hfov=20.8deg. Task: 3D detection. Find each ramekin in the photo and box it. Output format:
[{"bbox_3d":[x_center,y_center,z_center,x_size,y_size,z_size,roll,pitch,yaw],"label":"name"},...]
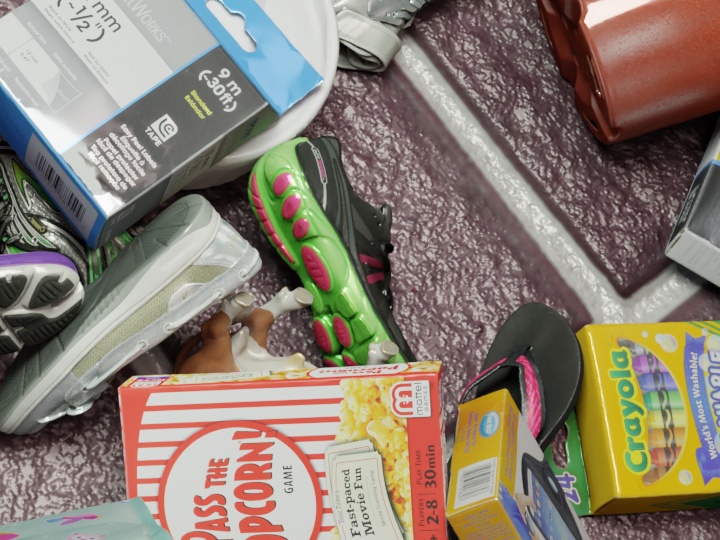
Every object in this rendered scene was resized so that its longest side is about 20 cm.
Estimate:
[{"bbox_3d":[-0.120,-0.148,1.345,0.200,0.094,0.204,5,69,-13],"label":"ramekin"}]

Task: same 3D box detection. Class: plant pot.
[{"bbox_3d":[0.239,-0.196,1.421,0.194,0.201,0.202,-22,76,-3],"label":"plant pot"}]

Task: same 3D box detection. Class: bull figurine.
[{"bbox_3d":[-0.028,0.090,1.277,0.199,0.122,0.065,27,31,1],"label":"bull figurine"}]

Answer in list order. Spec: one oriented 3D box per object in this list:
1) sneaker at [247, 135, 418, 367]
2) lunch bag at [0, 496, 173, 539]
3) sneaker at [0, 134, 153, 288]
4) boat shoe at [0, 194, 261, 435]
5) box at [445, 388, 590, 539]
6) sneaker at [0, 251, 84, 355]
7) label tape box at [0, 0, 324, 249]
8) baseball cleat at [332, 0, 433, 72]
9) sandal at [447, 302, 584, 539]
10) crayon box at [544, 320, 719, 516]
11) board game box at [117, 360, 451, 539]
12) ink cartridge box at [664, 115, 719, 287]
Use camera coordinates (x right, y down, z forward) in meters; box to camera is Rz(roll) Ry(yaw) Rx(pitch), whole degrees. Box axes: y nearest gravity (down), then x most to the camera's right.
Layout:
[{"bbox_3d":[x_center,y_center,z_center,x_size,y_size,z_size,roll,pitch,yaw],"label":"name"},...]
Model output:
[{"bbox_3d":[0.000,0.000,1.308,0.084,0.076,0.201,-36,112,-33],"label":"sneaker"},{"bbox_3d":[-0.185,0.252,1.140,0.169,0.122,0.202,-7,100,-18],"label":"lunch bag"},{"bbox_3d":[-0.216,-0.047,1.287,0.200,0.078,0.085,45,64,3],"label":"sneaker"},{"bbox_3d":[-0.152,0.039,1.237,0.202,0.075,0.065,-44,114,10],"label":"boat shoe"},{"bbox_3d":[0.117,0.189,1.248,0.201,0.041,0.119,58,21,-24],"label":"box"},{"bbox_3d":[-0.268,0.002,1.220,0.198,0.081,0.084,-2,56,13],"label":"sneaker"},{"bbox_3d":[-0.134,-0.131,1.248,0.200,0.066,0.144,-38,84,-22],"label":"label tape box"},{"bbox_3d":[0.033,-0.201,1.443,0.198,0.070,0.108,-11,78,-11],"label":"baseball cleat"},{"bbox_3d":[0.094,0.105,1.327,0.075,0.045,0.201,9,60,33],"label":"sandal"},{"bbox_3d":[0.221,0.103,1.382,0.198,0.052,0.127,-2,69,-18],"label":"crayon box"},{"bbox_3d":[-0.044,0.138,1.211,0.198,0.046,0.153,-4,97,7],"label":"board game box"},{"bbox_3d":[0.347,-0.042,1.472,0.199,0.047,0.199,29,54,-2],"label":"ink cartridge box"}]
